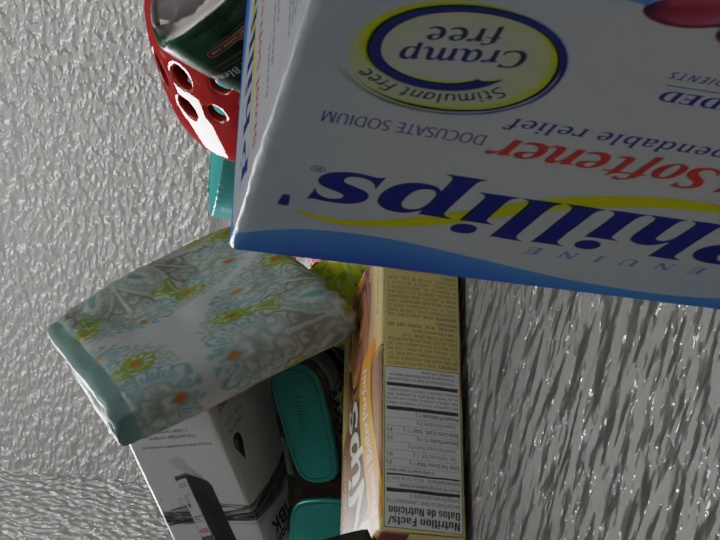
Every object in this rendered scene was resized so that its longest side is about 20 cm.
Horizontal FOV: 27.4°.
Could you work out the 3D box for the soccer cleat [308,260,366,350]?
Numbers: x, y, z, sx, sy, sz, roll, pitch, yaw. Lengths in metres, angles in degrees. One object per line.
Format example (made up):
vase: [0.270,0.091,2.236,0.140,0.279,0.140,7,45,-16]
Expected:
soccer cleat: [0.000,0.001,1.036,0.200,0.083,0.065,108,165,-49]

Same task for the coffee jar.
coffee jar: [-0.031,-0.141,0.955,0.104,0.200,0.086,-34,45,28]

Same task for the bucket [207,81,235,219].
bucket: [-0.058,-0.129,1.309,0.207,0.134,0.208,-174,90,-79]

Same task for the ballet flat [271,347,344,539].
ballet flat: [-0.015,0.148,1.040,0.074,0.074,0.201,-124,29,-75]

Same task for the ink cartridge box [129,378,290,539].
ink cartridge box: [-0.089,0.126,1.097,0.144,0.083,0.201,-55,-48,-52]

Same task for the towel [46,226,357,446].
towel: [-0.114,0.037,0.998,0.200,0.171,0.048,35,150,62]

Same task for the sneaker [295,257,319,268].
sneaker: [-0.010,-0.011,1.148,0.108,0.067,0.202,150,118,-62]

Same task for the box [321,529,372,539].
box: [-0.006,0.265,0.867,0.200,0.049,0.162,111,144,-56]

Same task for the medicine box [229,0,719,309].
medicine box: [0.066,-0.077,0.415,0.200,0.181,0.103,118,157,-64]

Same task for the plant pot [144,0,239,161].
plant pot: [-0.066,-0.208,1.088,0.183,0.200,0.201,75,-168,-53]

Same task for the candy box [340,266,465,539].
candy box: [0.024,0.091,0.919,0.116,0.055,0.201,112,162,-57]
